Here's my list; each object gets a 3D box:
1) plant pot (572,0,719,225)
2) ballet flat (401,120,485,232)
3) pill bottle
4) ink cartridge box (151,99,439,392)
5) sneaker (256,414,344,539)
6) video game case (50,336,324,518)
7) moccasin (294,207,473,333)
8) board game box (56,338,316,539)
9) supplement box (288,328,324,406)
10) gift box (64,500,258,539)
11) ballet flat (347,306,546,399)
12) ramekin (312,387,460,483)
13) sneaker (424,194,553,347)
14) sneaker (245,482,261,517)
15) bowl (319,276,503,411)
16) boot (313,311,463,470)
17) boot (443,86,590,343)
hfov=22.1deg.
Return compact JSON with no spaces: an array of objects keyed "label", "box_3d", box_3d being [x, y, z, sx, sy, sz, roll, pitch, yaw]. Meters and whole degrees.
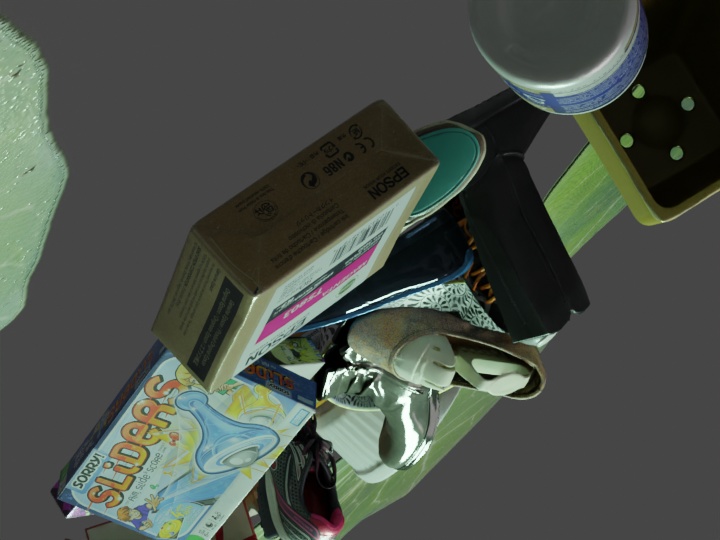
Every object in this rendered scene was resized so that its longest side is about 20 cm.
[{"label":"plant pot","box_3d":[0.290,-0.159,1.716,0.194,0.196,0.200,-31,175,-5]},{"label":"ballet flat","box_3d":[0.021,-0.060,1.544,0.200,0.068,0.062,-39,-171,13]},{"label":"pill bottle","box_3d":[0.152,-0.179,1.370,0.120,0.120,0.200,-44,168,7]},{"label":"ink cartridge box","box_3d":[-0.050,-0.017,1.392,0.200,0.075,0.165,-37,166,-30]},{"label":"sneaker","box_3d":[-0.060,0.159,1.705,0.080,0.201,0.075,-9,167,-39]},{"label":"video game case","box_3d":[-0.149,0.135,1.613,0.181,0.036,0.200,0,138,-52]},{"label":"moccasin","box_3d":[0.000,0.000,1.623,0.199,0.069,0.080,-21,-175,8]},{"label":"board game box","box_3d":[-0.143,0.139,1.506,0.200,0.135,0.035,-52,-157,32]},{"label":"supplement box","box_3d":[-0.080,0.116,1.808,0.200,0.069,0.067,-30,165,-42]},{"label":"gift box","box_3d":[-0.188,0.310,1.858,0.184,0.201,0.187,-21,168,-12]},{"label":"ballet flat","box_3d":[0.084,0.077,1.639,0.199,0.067,0.068,8,123,-28]},{"label":"ramekin","box_3d":[0.029,0.115,1.954,0.203,0.094,0.203,-51,-167,16]},{"label":"sneaker","box_3d":[0.109,-0.016,1.656,0.078,0.201,0.077,-43,158,24]},{"label":"sneaker","box_3d":[-0.078,0.205,1.849,0.079,0.072,0.200,-21,179,-15]},{"label":"bowl","box_3d":[0.037,0.039,1.778,0.199,0.095,0.201,-17,146,-12]},{"label":"boot","box_3d":[0.012,0.109,1.729,0.130,0.068,0.201,-1,133,-23]},{"label":"boot","box_3d":[0.151,-0.056,1.600,0.164,0.201,0.066,-29,-178,-37]}]
